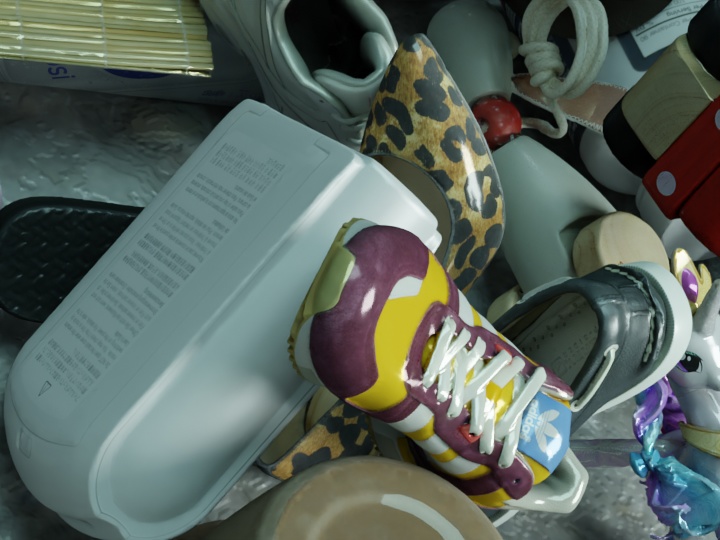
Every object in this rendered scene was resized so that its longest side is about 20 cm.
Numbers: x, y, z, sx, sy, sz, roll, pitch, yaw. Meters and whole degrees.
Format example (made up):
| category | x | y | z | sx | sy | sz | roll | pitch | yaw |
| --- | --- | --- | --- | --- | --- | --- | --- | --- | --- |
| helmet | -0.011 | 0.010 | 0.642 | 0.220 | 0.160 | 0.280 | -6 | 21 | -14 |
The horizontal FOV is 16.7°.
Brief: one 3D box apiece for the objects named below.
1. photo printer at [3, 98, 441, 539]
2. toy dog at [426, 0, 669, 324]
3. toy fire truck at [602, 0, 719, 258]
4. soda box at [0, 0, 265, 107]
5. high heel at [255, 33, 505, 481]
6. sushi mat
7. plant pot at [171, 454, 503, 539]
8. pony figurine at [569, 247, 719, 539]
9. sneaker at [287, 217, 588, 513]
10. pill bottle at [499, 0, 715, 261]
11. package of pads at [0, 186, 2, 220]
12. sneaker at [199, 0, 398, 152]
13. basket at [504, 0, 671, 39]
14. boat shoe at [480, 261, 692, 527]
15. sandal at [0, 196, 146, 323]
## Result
| category | x | y | z | sx | sy | sz | roll | pitch | yaw |
| --- | --- | --- | --- | --- | --- | --- | --- | --- | --- |
| photo printer | -0.071 | 0.025 | 1.067 | 0.069 | 0.166 | 0.200 | 43 | 85 | -24 |
| toy dog | 0.107 | -0.045 | 1.264 | 0.096 | 0.132 | 0.200 | -3 | 87 | -45 |
| toy fire truck | 0.228 | -0.023 | 1.175 | 0.176 | 0.129 | 0.200 | -9 | 60 | -44 |
| soda box | -0.115 | -0.134 | 1.262 | 0.200 | 0.063 | 0.068 | 6 | 54 | -21 |
| high heel | 0.000 | 0.000 | 1.141 | 0.071 | 0.200 | 0.143 | 19 | 35 | 37 |
| sushi mat | -0.171 | -0.137 | 1.180 | 0.200 | 0.012 | 0.096 | 3 | 50 | -26 |
| plant pot | -0.015 | 0.166 | 1.014 | 0.200 | 0.175 | 0.200 | 13 | 51 | -17 |
| pony figurine | 0.158 | 0.091 | 1.157 | 0.167 | 0.193 | 0.200 | -26 | 91 | -21 |
| sneaker | 0.040 | 0.042 | 0.978 | 0.090 | 0.200 | 0.075 | 22 | 78 | 24 |
| pill bottle | 0.161 | -0.110 | 1.335 | 0.120 | 0.120 | 0.200 | -8 | 60 | -29 |
| package of pads | -0.271 | -0.058 | 1.127 | 0.200 | 0.076 | 0.121 | -3 | 59 | -27 |
| sneaker | -0.007 | -0.085 | 1.211 | 0.078 | 0.099 | 0.200 | -41 | 120 | -9 |
| basket | 0.098 | -0.209 | 1.215 | 0.180 | 0.200 | 0.136 | 23 | 76 | 22 |
| boat shoe | 0.062 | 0.061 | 1.106 | 0.060 | 0.200 | 0.076 | -4 | 54 | -46 |
| sandal | -0.087 | -0.003 | 1.174 | 0.200 | 0.075 | 0.048 | 11 | 11 | -28 |
